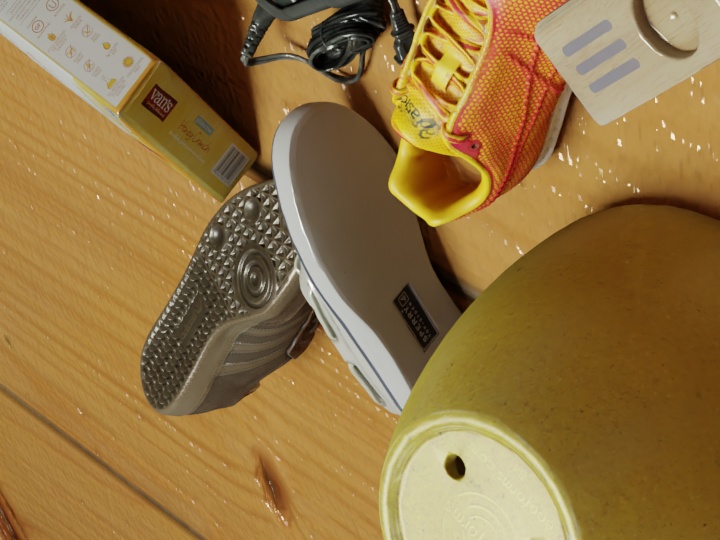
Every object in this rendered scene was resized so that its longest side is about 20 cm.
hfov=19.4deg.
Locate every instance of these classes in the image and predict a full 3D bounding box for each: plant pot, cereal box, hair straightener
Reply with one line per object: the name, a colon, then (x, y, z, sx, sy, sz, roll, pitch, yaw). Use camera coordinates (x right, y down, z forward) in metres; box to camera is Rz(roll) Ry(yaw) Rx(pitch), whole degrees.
plant pot: (0.090, 0.085, 0.864, 0.200, 0.142, 0.201, 15, 113, 39)
cereal box: (-0.157, -0.123, 1.117, 0.200, 0.040, 0.144, 37, 178, 25)
hair straightener: (-0.008, -0.115, 0.951, 0.077, 0.041, 0.200, 53, 154, -5)

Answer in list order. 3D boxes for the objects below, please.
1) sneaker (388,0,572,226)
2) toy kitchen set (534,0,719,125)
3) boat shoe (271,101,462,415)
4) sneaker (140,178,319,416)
sneaker: (0.051, -0.086, 0.857, 0.073, 0.077, 0.200, 39, 150, 25)
toy kitchen set: (0.059, -0.147, 0.666, 0.200, 0.163, 0.180, 52, 154, -4)
boat shoe: (0.000, 0.000, 1.064, 0.066, 0.072, 0.200, 9, 141, 47)
sneaker: (-0.053, 0.012, 1.173, 0.200, 0.075, 0.071, -46, 58, 44)
